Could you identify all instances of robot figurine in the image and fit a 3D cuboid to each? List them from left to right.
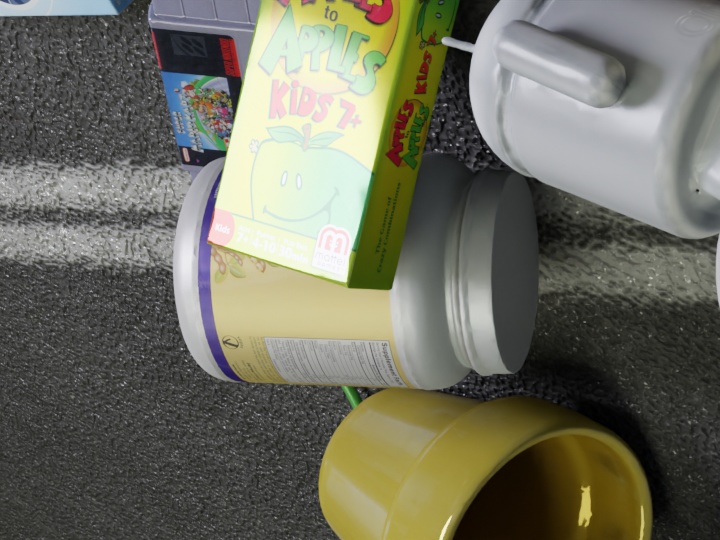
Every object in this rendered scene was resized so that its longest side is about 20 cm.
[{"bbox_3d":[0.136,-0.087,0.824,0.200,0.113,0.169,26,-175,38],"label":"robot figurine"}]

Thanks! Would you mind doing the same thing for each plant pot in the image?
[{"bbox_3d":[0.073,0.173,1.184,0.189,0.201,0.201,23,149,50],"label":"plant pot"}]

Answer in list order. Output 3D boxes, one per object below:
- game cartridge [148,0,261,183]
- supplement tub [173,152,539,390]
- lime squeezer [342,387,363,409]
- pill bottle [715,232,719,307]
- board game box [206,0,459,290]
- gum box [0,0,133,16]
[{"bbox_3d":[-0.061,-0.113,1.054,0.129,0.038,0.200,4,141,9],"label":"game cartridge"},{"bbox_3d":[0.000,0.000,1.028,0.200,0.146,0.146,0,136,19],"label":"supplement tub"},{"bbox_3d":[0.013,0.154,1.372,0.071,0.038,0.200,57,164,36],"label":"lime squeezer"},{"bbox_3d":[0.282,0.000,0.797,0.200,0.111,0.111,-1,131,48],"label":"pill bottle"},{"bbox_3d":[-0.013,-0.099,0.918,0.101,0.200,0.048,17,-173,33],"label":"board game box"},{"bbox_3d":[-0.253,-0.249,1.104,0.200,0.045,0.170,8,138,41],"label":"gum box"}]
